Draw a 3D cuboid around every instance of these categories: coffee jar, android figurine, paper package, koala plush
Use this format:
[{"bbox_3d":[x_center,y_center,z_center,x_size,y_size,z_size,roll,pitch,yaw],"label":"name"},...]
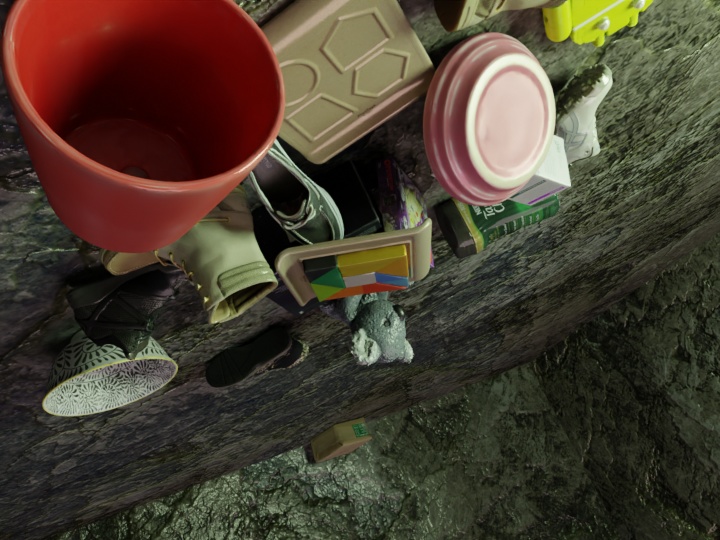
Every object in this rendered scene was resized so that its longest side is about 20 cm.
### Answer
[{"bbox_3d":[0.234,-0.105,1.061,0.199,0.105,0.085,-27,156,4],"label":"coffee jar"},{"bbox_3d":[0.290,-0.331,0.694,0.181,0.041,0.200,-29,156,10],"label":"android figurine"},{"bbox_3d":[-0.083,0.732,2.643,0.199,0.104,0.190,3,146,-48],"label":"paper package"},{"bbox_3d":[0.021,0.085,1.135,0.183,0.201,0.177,-36,156,27],"label":"koala plush"}]

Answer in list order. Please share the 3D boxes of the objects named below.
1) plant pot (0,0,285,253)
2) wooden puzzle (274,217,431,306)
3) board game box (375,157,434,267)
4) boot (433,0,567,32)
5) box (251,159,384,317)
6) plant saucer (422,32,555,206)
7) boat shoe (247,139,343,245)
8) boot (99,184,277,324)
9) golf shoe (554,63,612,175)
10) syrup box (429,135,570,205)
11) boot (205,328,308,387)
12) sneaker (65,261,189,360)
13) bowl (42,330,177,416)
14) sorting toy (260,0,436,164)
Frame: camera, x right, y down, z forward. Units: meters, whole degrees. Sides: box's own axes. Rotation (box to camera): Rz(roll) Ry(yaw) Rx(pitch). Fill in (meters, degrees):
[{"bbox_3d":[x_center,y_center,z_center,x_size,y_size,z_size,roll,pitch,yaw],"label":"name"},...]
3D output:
[{"bbox_3d":[-0.181,-0.113,0.504,0.199,0.202,0.177,-11,163,-32],"label":"plant pot"},{"bbox_3d":[0.000,0.000,0.810,0.198,0.038,0.185,-14,160,1],"label":"wooden puzzle"},{"bbox_3d":[0.070,-0.077,0.905,0.032,0.121,0.200,-6,169,18],"label":"board game box"},{"bbox_3d":[0.164,-0.311,0.555,0.154,0.073,0.200,-17,159,-19],"label":"boot"},{"bbox_3d":[-0.058,-0.038,0.900,0.199,0.105,0.182,-27,157,5],"label":"box"},{"bbox_3d":[0.164,-0.176,0.725,0.199,0.203,0.051,-10,-162,-33],"label":"plant saucer"},{"bbox_3d":[-0.083,-0.080,0.714,0.072,0.071,0.200,-32,130,13],"label":"boat shoe"},{"bbox_3d":[-0.211,-0.003,0.744,0.198,0.156,0.072,-24,159,-1],"label":"boot"},{"bbox_3d":[0.321,-0.214,0.895,0.079,0.097,0.200,-64,-177,-28],"label":"golf shoe"},{"bbox_3d":[0.193,-0.157,0.845,0.198,0.080,0.081,10,158,-33],"label":"syrup box"},{"bbox_3d":[-0.215,0.198,1.317,0.202,0.074,0.154,-28,161,7],"label":"boot"},{"bbox_3d":[-0.280,0.046,0.825,0.198,0.115,0.076,-22,-173,-8],"label":"sneaker"},{"bbox_3d":[-0.398,0.143,0.960,0.199,0.095,0.201,-21,158,-9],"label":"bowl"},{"bbox_3d":[-0.028,-0.209,0.643,0.184,0.037,0.200,-31,153,15],"label":"sorting toy"}]
